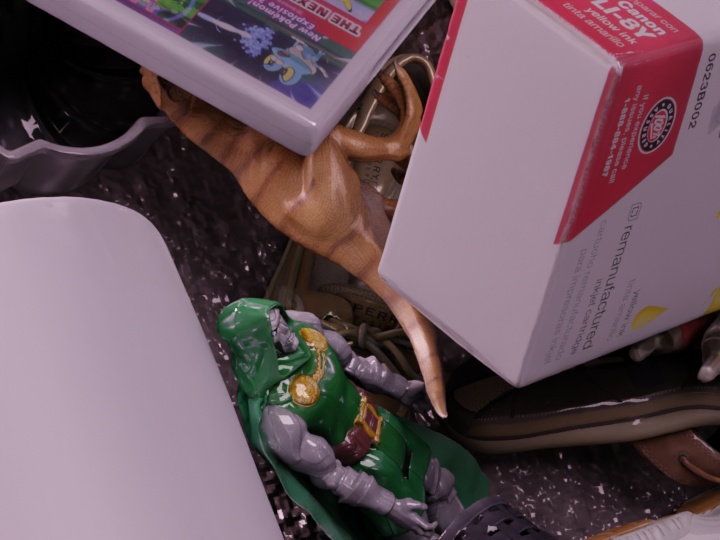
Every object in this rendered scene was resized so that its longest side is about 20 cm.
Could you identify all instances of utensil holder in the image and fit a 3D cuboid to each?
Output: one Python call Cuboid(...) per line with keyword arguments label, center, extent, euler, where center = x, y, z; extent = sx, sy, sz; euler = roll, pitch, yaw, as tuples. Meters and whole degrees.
Cuboid(label="utensil holder", center=(-0.115, 0.099, 0.968), extent=(0.169, 0.170, 0.201), euler=(-10, 63, -27))

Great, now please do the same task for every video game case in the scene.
Cuboid(label="video game case", center=(-0.062, -0.151, 1.109), extent=(0.199, 0.023, 0.182), euler=(30, 50, 9))

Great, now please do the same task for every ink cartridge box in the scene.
Cuboid(label="ink cartridge box", center=(0.118, -0.057, 1.028), extent=(0.199, 0.146, 0.083), euler=(-18, 45, -41))

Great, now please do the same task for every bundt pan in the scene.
Cuboid(label="bundt pan", center=(-0.156, -0.115, 1.131), extent=(0.201, 0.076, 0.203), euler=(10, 59, -17))

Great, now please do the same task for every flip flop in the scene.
Cuboid(label="flip flop", center=(0.135, 0.064, 1.146), extent=(0.199, 0.058, 0.081), euler=(-5, 27, -1))

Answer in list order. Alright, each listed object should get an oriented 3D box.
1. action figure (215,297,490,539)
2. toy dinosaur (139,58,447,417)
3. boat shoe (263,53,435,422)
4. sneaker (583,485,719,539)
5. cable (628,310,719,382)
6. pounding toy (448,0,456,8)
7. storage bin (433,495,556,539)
Cuboid(label="action figure", center=(0.004, 0.075, 1.037), extent=(0.200, 0.054, 0.119), euler=(48, 34, -38))
Cuboid(label="toy dinosaur", center=(-0.007, -0.024, 1.080), extent=(0.200, 0.061, 0.106), euler=(44, 58, 15))
Cuboid(label="boat shoe", center=(0.002, 0.000, 1.138), extent=(0.073, 0.063, 0.201), euler=(20, 55, -11))
Cuboid(label="sneaker", center=(0.166, 0.135, 1.134), extent=(0.199, 0.076, 0.088), euler=(-18, 86, -28))
Cuboid(label="cable", center=(0.188, -0.003, 1.170), extent=(0.200, 0.097, 0.051), euler=(-25, 109, -45))
Cuboid(label="pounding toy", center=(0.156, -0.124, 1.203), extent=(0.199, 0.142, 0.185), euler=(-25, 56, -2))
Cuboid(label="storage bin", center=(0.030, 0.195, 0.929), extent=(0.094, 0.135, 0.200), euler=(36, 82, 26))
